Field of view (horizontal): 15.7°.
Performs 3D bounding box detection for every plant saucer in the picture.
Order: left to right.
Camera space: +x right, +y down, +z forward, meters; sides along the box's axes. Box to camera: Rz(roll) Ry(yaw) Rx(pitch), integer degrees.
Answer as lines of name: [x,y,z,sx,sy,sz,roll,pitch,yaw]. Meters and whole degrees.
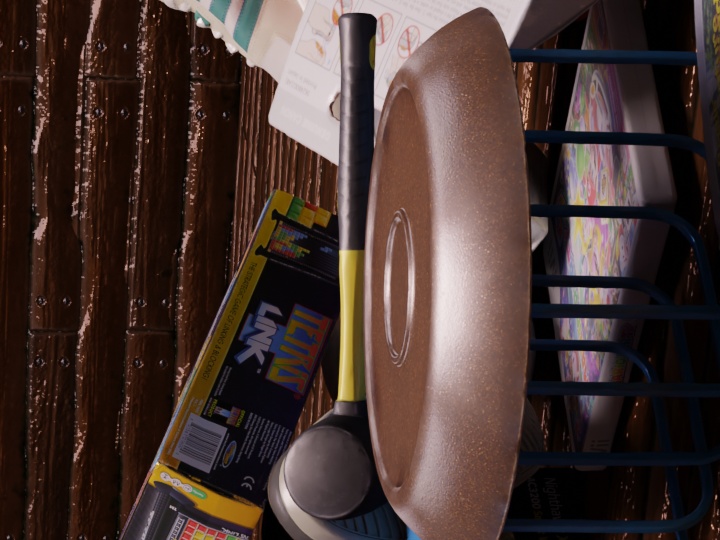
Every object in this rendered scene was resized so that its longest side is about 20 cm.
plant saucer: [0.027,0.006,0.934,0.200,0.032,0.201,-179,90,-81]

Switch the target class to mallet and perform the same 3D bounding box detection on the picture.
mallet: [0.000,0.000,1.049,0.066,0.041,0.201,23,-110,-73]

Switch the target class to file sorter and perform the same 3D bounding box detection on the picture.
file sorter: [0.086,0.025,1.044,0.200,0.122,0.139,102,167,-50]

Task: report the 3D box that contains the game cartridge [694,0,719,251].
game cartridge: [0.151,-0.087,0.917,0.133,0.041,0.201,101,169,-68]

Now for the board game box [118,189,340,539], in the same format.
board game box: [-0.068,0.086,1.246,0.200,0.056,0.166,-69,3,-48]

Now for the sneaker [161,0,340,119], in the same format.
sneaker: [-0.070,-0.148,1.346,0.200,0.093,0.070,63,-169,-10]

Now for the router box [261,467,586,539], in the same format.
router box: [0.037,0.180,1.249,0.201,0.156,0.052,-99,13,-49]

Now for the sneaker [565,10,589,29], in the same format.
sneaker: [0.069,-0.157,1.245,0.201,0.107,0.068,139,132,-79]

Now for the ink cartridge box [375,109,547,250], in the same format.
ink cartridge box: [0.014,-0.095,1.313,0.047,0.200,0.160,-42,8,14]

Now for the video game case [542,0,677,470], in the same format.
video game case: [0.112,-0.022,1.209,0.200,0.018,0.144,96,171,-51]

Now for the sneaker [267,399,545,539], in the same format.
sneaker: [-0.001,0.107,1.175,0.200,0.106,0.075,-11,-110,-59]

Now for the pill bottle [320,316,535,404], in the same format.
pill bottle: [0.035,0.031,1.359,0.200,0.111,0.112,-87,1,-76]

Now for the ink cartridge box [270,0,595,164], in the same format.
ink cartridge box: [0.048,-0.131,1.154,0.160,0.047,0.201,33,102,54]
